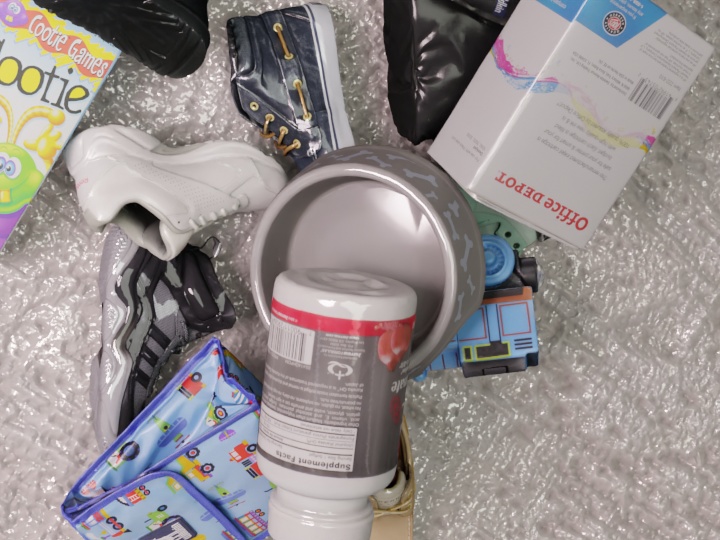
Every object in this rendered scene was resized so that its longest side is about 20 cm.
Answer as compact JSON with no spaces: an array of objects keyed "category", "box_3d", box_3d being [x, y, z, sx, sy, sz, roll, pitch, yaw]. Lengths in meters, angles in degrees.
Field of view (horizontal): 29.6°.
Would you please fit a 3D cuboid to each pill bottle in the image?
[{"category":"pill bottle","box_3d":[-0.022,0.106,1.036,0.109,0.111,0.203,3,101,-19]}]

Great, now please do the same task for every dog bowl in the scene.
[{"category":"dog bowl","box_3d":[0.000,0.000,1.103,0.198,0.059,0.203,3,99,17]}]

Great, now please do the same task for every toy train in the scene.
[{"category":"toy train","box_3d":[0.062,0.038,1.173,0.197,0.087,0.116,-6,73,5]}]

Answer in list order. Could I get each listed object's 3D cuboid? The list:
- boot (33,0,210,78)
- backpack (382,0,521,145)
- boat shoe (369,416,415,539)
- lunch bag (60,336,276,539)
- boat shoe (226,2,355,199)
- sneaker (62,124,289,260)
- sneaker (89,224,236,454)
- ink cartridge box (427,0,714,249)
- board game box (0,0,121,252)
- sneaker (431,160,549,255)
[{"category":"boot","box_3d":[-0.190,-0.258,1.053,0.199,0.169,0.076,33,127,-29]},{"category":"backpack","box_3d":[0.121,-0.200,1.181,0.198,0.127,0.169,-12,119,-18]},{"category":"boat shoe","box_3d":[0.014,0.188,1.212,0.073,0.069,0.202,-13,99,-17]},{"category":"lunch bag","box_3d":[-0.144,0.180,1.134,0.199,0.094,0.151,-39,136,-1]},{"category":"boat shoe","box_3d":[-0.059,-0.123,1.162,0.090,0.071,0.203,-10,88,-14]},{"category":"sneaker","box_3d":[-0.145,-0.053,1.108,0.198,0.078,0.101,3,68,-32]},{"category":"sneaker","box_3d":[-0.163,0.063,1.138,0.112,0.075,0.203,4,94,-19]},{"category":"ink cartridge box","box_3d":[0.169,-0.137,1.110,0.144,0.085,0.201,23,104,-36]},{"category":"board game box","box_3d":[-0.284,-0.115,1.066,0.102,0.105,0.201,32,84,-18]},{"category":"sneaker","box_3d":[0.087,-0.039,1.216,0.199,0.074,0.119,-28,111,-9]}]
